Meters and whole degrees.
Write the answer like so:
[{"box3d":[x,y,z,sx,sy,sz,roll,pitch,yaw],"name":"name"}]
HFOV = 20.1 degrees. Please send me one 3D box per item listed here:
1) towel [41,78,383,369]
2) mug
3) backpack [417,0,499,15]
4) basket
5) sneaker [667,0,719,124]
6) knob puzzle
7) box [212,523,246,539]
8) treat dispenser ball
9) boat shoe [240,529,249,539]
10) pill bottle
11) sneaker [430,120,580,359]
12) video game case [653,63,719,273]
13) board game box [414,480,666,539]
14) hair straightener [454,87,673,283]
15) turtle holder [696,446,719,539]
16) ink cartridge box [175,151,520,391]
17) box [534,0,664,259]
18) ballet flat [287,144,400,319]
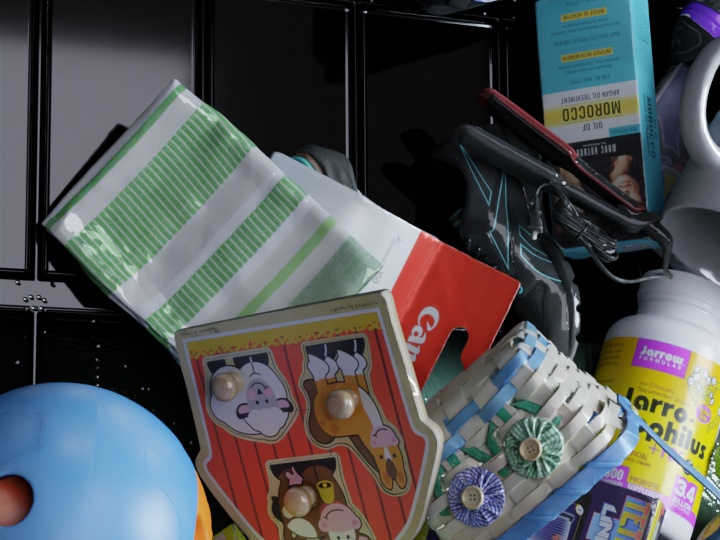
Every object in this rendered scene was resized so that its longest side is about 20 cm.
[{"box3d":[-0.107,-0.016,1.421,0.200,0.023,0.153,43,92,8],"name":"towel"},{"box3d":[0.312,-0.092,1.534,0.200,0.147,0.176,41,69,-28],"name":"mug"},{"box3d":[0.098,-0.302,1.547,0.199,0.154,0.192,-19,97,-31],"name":"backpack"},{"box3d":[0.126,0.153,1.382,0.176,0.139,0.200,-44,98,13],"name":"basket"},{"box3d":[0.326,-0.142,1.646,0.199,0.069,0.100,36,77,-13],"name":"sneaker"},{"box3d":[-0.034,0.125,1.358,0.030,0.218,0.221,-27,93,-57],"name":"knob puzzle"},{"box3d":[-0.042,0.280,1.385,0.047,0.122,0.201,-33,115,2],"name":"box"},{"box3d":[-0.195,0.174,1.314,0.199,0.201,0.203,4,80,-23],"name":"treat dispenser ball"},{"box3d":[-0.020,0.173,1.466,0.200,0.062,0.075,-44,102,-22],"name":"boat shoe"},{"box3d":[0.226,0.105,1.561,0.103,0.104,0.202,23,73,-18],"name":"pill bottle"},{"box3d":[0.111,-0.016,1.558,0.078,0.075,0.202,-12,78,-15],"name":"sneaker"},{"box3d":[0.306,-0.071,1.669,0.200,0.023,0.183,41,68,-12],"name":"video game case"},{"box3d":[0.111,0.236,1.462,0.164,0.057,0.202,17,80,16],"name":"board game box"},{"box3d":[0.150,-0.048,1.520,0.199,0.041,0.077,38,72,-4],"name":"hair straightener"},{"box3d":[0.317,0.229,1.547,0.131,0.141,0.187,-13,130,-26],"name":"turtle holder"},{"box3d":[-0.010,0.032,1.439,0.199,0.047,0.161,27,89,9],"name":"ink cartridge box"},{"box3d":[0.187,-0.115,1.587,0.049,0.082,0.202,13,72,-64],"name":"box"},{"box3d":[0.000,0.000,1.502,0.068,0.068,0.202,-13,84,-52],"name":"ballet flat"}]
